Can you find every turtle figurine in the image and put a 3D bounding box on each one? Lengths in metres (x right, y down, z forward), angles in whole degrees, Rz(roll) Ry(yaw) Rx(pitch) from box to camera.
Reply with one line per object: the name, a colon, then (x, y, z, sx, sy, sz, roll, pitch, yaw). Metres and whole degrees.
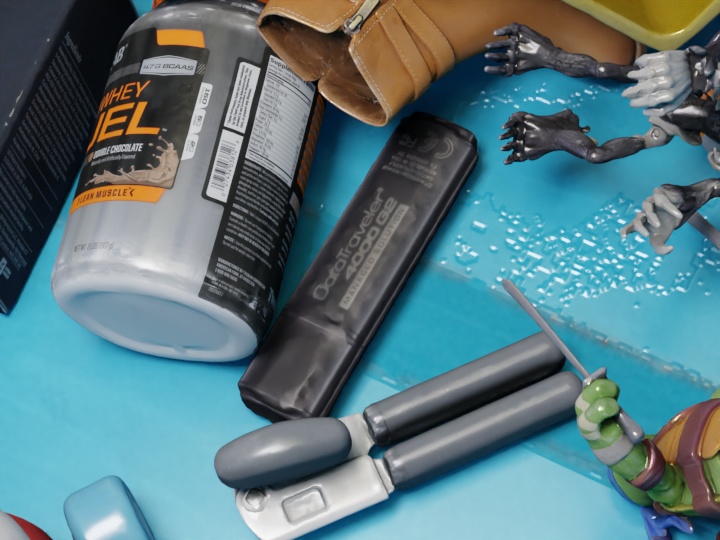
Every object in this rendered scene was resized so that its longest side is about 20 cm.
turtle figurine: (0.179, 0.046, 1.050, 0.194, 0.144, 0.200, -10, 74, 50)

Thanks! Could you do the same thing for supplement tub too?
supplement tub: (-0.089, -0.060, 1.177, 0.122, 0.123, 0.200, 8, 67, 12)

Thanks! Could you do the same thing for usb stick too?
usb stick: (0.000, 0.000, 1.188, 0.055, 0.033, 0.200, 23, 72, 24)

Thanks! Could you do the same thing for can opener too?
can opener: (0.023, 0.088, 1.131, 0.200, 0.066, 0.053, -21, 68, -7)

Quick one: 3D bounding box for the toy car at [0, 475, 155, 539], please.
toy car: (-0.187, 0.182, 1.042, 0.184, 0.200, 0.177, -26, 65, -3)

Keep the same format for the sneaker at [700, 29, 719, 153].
sneaker: (0.276, -0.093, 1.145, 0.200, 0.112, 0.078, 3, 67, 9)

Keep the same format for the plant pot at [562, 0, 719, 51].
plant pot: (0.136, -0.274, 1.121, 0.196, 0.194, 0.200, -45, 39, 31)

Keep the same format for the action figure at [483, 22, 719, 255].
action figure: (0.161, -0.070, 1.092, 0.200, 0.119, 0.102, 12, 30, 30)

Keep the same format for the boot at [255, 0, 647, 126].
boot: (0.049, -0.130, 1.177, 0.200, 0.074, 0.155, 30, 50, 3)

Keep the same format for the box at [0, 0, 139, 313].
box: (-0.239, -0.101, 1.225, 0.148, 0.107, 0.200, 18, 71, 16)
